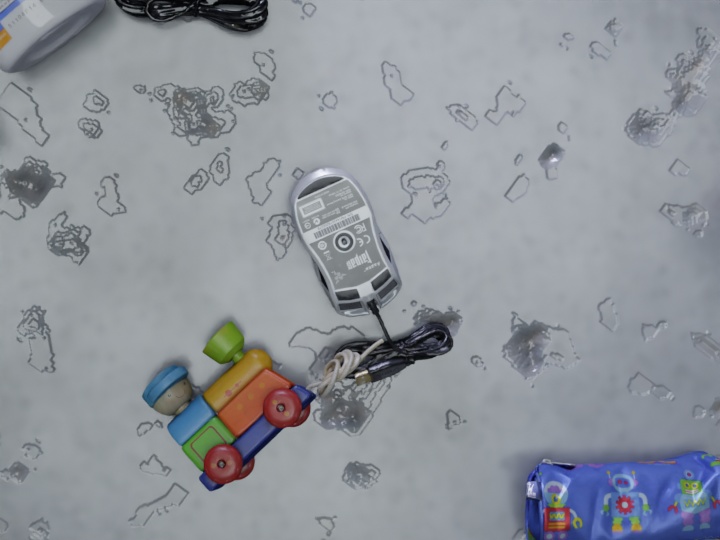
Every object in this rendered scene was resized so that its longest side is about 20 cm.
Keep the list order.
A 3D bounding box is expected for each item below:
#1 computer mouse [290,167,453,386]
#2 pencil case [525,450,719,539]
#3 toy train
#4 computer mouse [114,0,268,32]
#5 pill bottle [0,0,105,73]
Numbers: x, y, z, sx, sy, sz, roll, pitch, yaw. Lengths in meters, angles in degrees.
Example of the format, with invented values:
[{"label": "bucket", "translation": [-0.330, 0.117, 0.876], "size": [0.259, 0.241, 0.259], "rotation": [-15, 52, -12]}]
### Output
[{"label": "computer mouse", "translation": [0.000, 0.000, 1.187], "size": [0.109, 0.044, 0.201], "rotation": [-22, 101, 1]}, {"label": "pencil case", "translation": [0.244, 0.211, 1.204], "size": [0.198, 0.078, 0.088], "rotation": [-3, 77, -4]}, {"label": "toy train", "translation": [-0.090, 0.090, 1.170], "size": [0.200, 0.085, 0.116], "rotation": [-43, 83, -1]}, {"label": "computer mouse", "translation": [-0.140, -0.316, 1.150], "size": [0.137, 0.053, 0.201], "rotation": [6, 104, -4]}, {"label": "pill bottle", "translation": [-0.315, -0.276, 1.103], "size": [0.112, 0.112, 0.200], "rotation": [-37, 96, -2]}]
